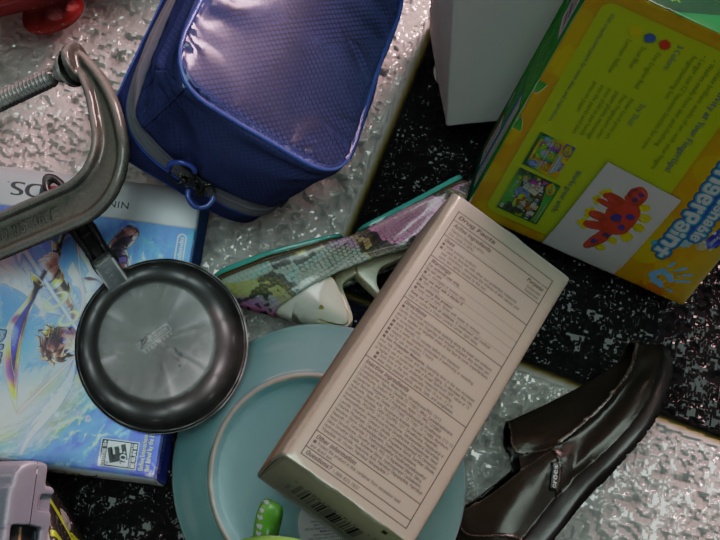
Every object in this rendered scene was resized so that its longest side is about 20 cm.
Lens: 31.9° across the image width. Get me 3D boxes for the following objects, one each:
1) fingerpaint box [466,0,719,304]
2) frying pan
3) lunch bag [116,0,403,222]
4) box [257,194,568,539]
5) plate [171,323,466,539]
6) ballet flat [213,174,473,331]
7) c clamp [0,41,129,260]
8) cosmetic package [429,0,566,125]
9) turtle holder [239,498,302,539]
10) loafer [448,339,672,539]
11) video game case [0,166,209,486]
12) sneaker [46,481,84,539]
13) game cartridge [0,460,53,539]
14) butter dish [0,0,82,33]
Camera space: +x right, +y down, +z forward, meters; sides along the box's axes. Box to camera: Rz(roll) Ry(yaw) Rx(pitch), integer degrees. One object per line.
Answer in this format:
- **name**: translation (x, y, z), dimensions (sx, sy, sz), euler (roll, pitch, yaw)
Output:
- **fingerpaint box**: translation (0.183, -0.093, 0.795), dimensions (0.166, 0.200, 0.074), euler (23, 47, -3)
- **frying pan**: translation (-0.139, 0.011, 0.823), dimensions (0.114, 0.031, 0.191), euler (-13, 80, -1)
- **lunch bag**: translation (-0.074, -0.129, 0.832), dimensions (0.136, 0.132, 0.201), euler (32, 61, -22)
- **box**: translation (0.033, 0.063, 0.765), dimensions (0.095, 0.078, 0.200), euler (37, 65, -2)
- **plate**: translation (-0.031, 0.134, 0.813), dimensions (0.199, 0.026, 0.202), euler (-1, 84, 12)
- **ballet flat**: translation (0.000, 0.000, 0.855), dimensions (0.199, 0.069, 0.071), euler (-22, 80, -10)
- **c clamp**: translation (-0.237, -0.089, 0.826), dimensions (0.199, 0.027, 0.172), euler (-14, 73, 23)
- **cosmetic package**: translation (0.091, -0.202, 0.825), dimensions (0.084, 0.200, 0.108), euler (-6, 55, -1)
- **turtle holder**: translation (-0.043, 0.235, 0.731), dimensions (0.141, 0.186, 0.132), euler (32, 55, -9)
- **loafer**: translation (0.127, 0.116, 0.819), dimensions (0.071, 0.073, 0.200), euler (40, 79, 7)
- **video game case**: translation (-0.208, 0.034, 0.854), dimensions (0.180, 0.045, 0.201), euler (6, 76, 2)
- **sneaker**: translation (-0.209, 0.232, 0.790), dimensions (0.076, 0.075, 0.201), euler (-10, 71, 4)
- **game cartridge**: translation (-0.250, 0.218, 0.773), dimensions (0.040, 0.133, 0.201), euler (18, 70, -42)
- **butter dish**: translation (-0.238, -0.235, 0.872), dimensions (0.199, 0.148, 0.200), euler (-22, 35, -8)
